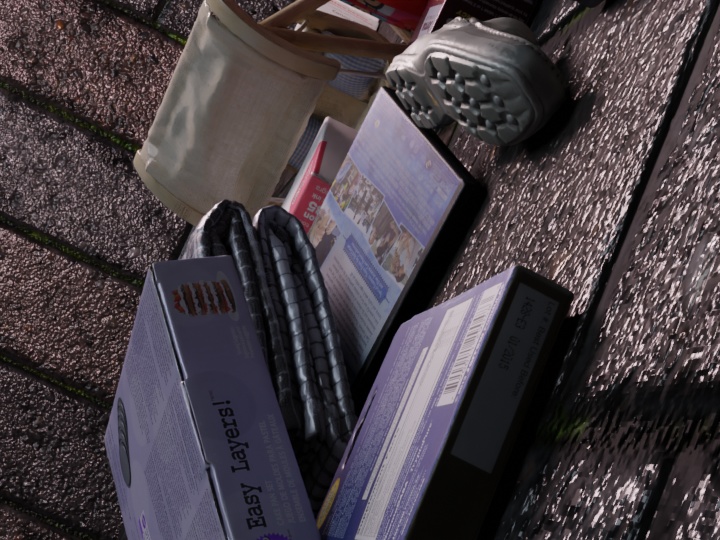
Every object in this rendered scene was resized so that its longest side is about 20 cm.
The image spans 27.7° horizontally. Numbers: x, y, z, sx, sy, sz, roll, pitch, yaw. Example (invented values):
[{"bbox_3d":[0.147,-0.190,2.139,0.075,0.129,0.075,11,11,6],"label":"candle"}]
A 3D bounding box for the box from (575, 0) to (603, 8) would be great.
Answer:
[{"bbox_3d":[0.155,-0.239,0.699,0.202,0.048,0.158,-66,7,-7],"label":"box"}]

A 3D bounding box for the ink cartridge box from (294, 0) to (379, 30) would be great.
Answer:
[{"bbox_3d":[-0.049,-0.350,2.260,0.201,0.116,0.068,-61,7,31],"label":"ink cartridge box"}]

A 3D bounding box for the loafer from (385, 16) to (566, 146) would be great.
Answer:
[{"bbox_3d":[0.070,-0.114,0.812,0.070,0.070,0.200,-37,18,-6],"label":"loafer"}]

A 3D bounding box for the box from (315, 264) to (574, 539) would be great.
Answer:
[{"bbox_3d":[0.028,0.071,0.639,0.122,0.032,0.200,-67,8,-12],"label":"box"}]

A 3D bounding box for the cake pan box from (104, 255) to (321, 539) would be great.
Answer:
[{"bbox_3d":[-0.082,0.124,0.764,0.185,0.052,0.201,111,145,-50],"label":"cake pan box"}]

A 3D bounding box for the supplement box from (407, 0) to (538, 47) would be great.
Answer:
[{"bbox_3d":[0.105,-0.233,0.994,0.109,0.060,0.202,-130,64,-82],"label":"supplement box"}]

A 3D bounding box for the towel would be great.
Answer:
[{"bbox_3d":[-0.082,0.080,0.926,0.166,0.085,0.201,-58,37,44],"label":"towel"}]

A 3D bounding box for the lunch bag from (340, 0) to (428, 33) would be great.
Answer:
[{"bbox_3d":[0.012,-0.242,1.139,0.176,0.198,0.082,-91,27,-68],"label":"lunch bag"}]

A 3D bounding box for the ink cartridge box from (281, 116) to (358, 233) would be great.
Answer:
[{"bbox_3d":[-0.039,0.000,1.158,0.201,0.082,0.147,-62,8,22],"label":"ink cartridge box"}]

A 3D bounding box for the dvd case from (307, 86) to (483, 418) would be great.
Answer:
[{"bbox_3d":[0.000,0.000,0.927,0.201,0.017,0.143,-62,32,19],"label":"dvd case"}]

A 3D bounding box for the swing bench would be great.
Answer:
[{"bbox_3d":[-0.062,-0.139,1.250,0.199,0.130,0.200,-18,-32,-43],"label":"swing bench"}]
